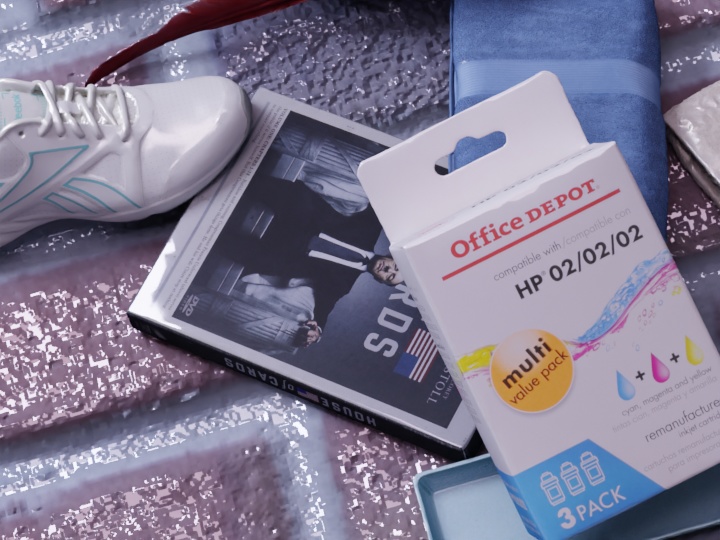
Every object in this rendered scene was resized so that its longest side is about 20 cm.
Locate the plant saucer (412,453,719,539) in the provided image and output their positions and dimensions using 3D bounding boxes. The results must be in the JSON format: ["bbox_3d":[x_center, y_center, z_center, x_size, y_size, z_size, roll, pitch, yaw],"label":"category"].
[{"bbox_3d":[0.130,0.107,1.425,0.199,0.019,0.070,-15,60,1],"label":"plant saucer"}]

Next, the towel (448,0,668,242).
[{"bbox_3d":[0.101,-0.077,1.493,0.111,0.049,0.200,0,49,2],"label":"towel"}]

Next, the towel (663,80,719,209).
[{"bbox_3d":[0.260,-0.040,1.473,0.132,0.035,0.200,-31,60,-9],"label":"towel"}]

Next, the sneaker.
[{"bbox_3d":[-0.155,-0.066,1.523,0.200,0.080,0.071,-17,47,3],"label":"sneaker"}]

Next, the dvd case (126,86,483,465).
[{"bbox_3d":[0.000,0.000,1.501,0.200,0.025,0.151,21,68,21],"label":"dvd case"}]

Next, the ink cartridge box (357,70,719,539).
[{"bbox_3d":[0.091,0.015,1.378,0.115,0.068,0.200,-27,93,-4],"label":"ink cartridge box"}]

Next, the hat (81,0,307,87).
[{"bbox_3d":[-0.014,-0.161,1.592,0.200,0.176,0.166,25,36,5],"label":"hat"}]
